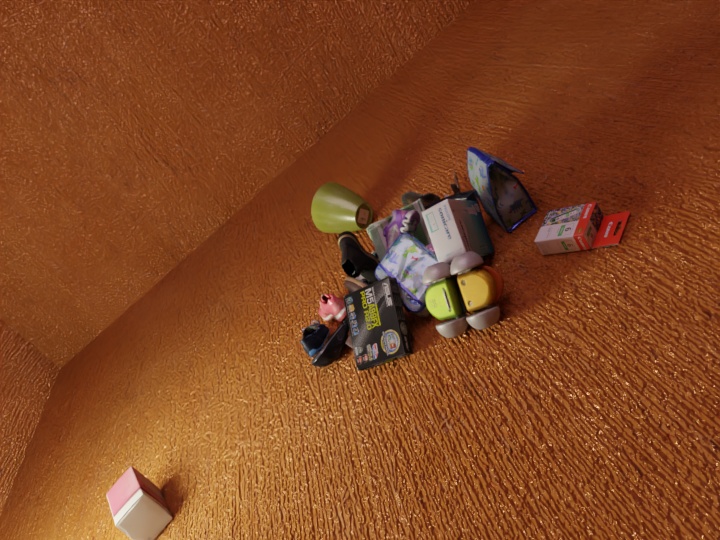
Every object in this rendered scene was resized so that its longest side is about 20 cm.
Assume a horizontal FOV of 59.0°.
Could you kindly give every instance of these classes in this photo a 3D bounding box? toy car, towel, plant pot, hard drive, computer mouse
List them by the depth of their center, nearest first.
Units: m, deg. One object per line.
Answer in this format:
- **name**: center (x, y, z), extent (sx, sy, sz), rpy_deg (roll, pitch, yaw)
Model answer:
- **toy car**: center (0.253, 0.053, 1.530), extent (0.196, 0.180, 0.148), rpy_deg (-21, -3, 37)
- **hard drive**: center (0.259, -0.141, 1.813), extent (0.042, 0.139, 0.197), rpy_deg (-19, 3, -42)
- **computer mouse**: center (-0.063, 0.205, 1.822), extent (0.201, 0.052, 0.139), rpy_deg (-50, 2, -25)
- **towel**: center (0.124, -0.101, 1.876), extent (0.196, 0.157, 0.023), rpy_deg (-27, -6, 26)
- **plant pot**: center (-0.051, -0.217, 2.352), extent (0.197, 0.189, 0.189), rpy_deg (18, 61, 44)

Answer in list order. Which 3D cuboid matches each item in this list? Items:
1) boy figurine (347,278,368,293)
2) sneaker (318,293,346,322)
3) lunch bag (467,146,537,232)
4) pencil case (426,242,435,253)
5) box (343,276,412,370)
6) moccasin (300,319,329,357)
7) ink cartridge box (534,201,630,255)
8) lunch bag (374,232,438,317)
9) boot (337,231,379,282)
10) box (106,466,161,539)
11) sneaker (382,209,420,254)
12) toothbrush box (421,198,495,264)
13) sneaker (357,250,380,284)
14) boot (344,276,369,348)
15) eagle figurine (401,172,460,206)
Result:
- **boy figurine**: center (0.027, 0.087, 1.872), extent (0.121, 0.066, 0.200), rpy_deg (-17, 26, -13)
- **sneaker**: center (-0.094, 0.103, 1.976), extent (0.074, 0.087, 0.199), rpy_deg (-49, 15, -18)
- **lunch bag**: center (0.369, -0.236, 1.724), extent (0.126, 0.201, 0.171), rpy_deg (-38, 25, 5)
- **pencil case**: center (0.162, -0.002, 1.794), extent (0.198, 0.088, 0.088), rpy_deg (-38, 25, 14)
- **box**: center (0.043, 0.140, 1.659), extent (0.157, 0.044, 0.207), rpy_deg (-23, 71, 33)
- **moccasin**: center (-0.136, 0.189, 1.892), extent (0.081, 0.068, 0.200), rpy_deg (-45, 5, 6)
- **ink cartridge box**: center (0.514, -0.102, 1.485), extent (0.197, 0.051, 0.110), rpy_deg (-9, 41, 50)
- **lunch bag**: center (0.142, 0.014, 1.701), extent (0.162, 0.082, 0.200), rpy_deg (-50, 56, 7)
- **boot**: center (0.000, 0.000, 1.850), extent (0.077, 0.199, 0.140), rpy_deg (-35, 30, 22)
- **box**: center (-0.640, 0.681, 1.838), extent (0.109, 0.129, 0.198), rpy_deg (-47, 27, -16)
- **sneaker**: center (0.100, -0.087, 1.837), extent (0.087, 0.080, 0.206), rpy_deg (23, 99, 28)
- **toothbrush box**: center (0.254, -0.097, 1.634), extent (0.084, 0.151, 0.198), rpy_deg (-23, -8, 30)
- **sneaker**: center (0.043, -0.010, 1.980), extent (0.198, 0.081, 0.077), rpy_deg (-35, 28, 17)
- **boot**: center (-0.004, 0.125, 1.750), extent (0.197, 0.072, 0.170), rpy_deg (30, 89, 34)
- **eagle figurine**: center (0.225, -0.178, 1.934), extent (0.195, 0.152, 0.155), rpy_deg (-20, 46, 18)
